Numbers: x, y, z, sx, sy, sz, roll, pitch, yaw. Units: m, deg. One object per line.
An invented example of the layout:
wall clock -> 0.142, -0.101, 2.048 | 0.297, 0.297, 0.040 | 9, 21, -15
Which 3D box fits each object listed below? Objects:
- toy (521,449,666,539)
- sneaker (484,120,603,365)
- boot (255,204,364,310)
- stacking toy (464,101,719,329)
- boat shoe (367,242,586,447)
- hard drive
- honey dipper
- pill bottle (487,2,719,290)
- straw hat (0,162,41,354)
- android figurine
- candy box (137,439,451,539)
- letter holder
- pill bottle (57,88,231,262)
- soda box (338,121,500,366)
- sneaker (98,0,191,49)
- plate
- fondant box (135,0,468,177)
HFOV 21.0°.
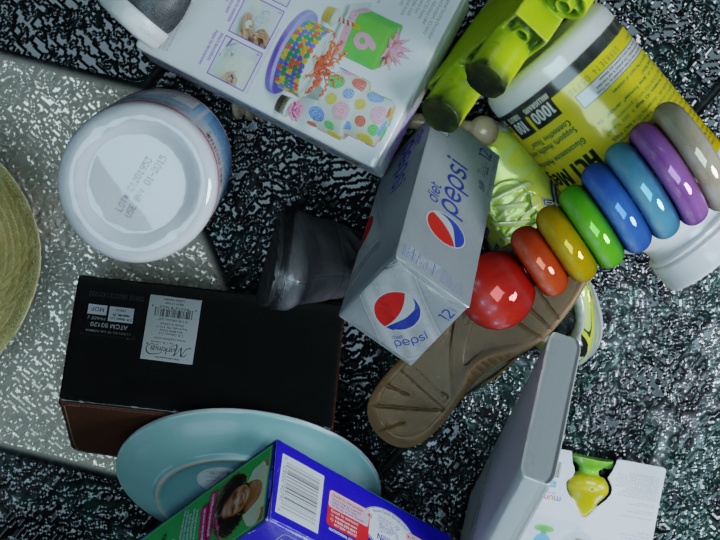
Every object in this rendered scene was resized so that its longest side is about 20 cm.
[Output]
toy -> 0.160, 0.239, 1.506 | 0.114, 0.047, 0.201 | 10, 94, -5
sneaker -> 0.132, -0.022, 1.451 | 0.075, 0.076, 0.201 | -27, 95, 7
boot -> 0.000, 0.000, 1.396 | 0.131, 0.200, 0.070 | 18, 103, 2
stacking toy -> 0.153, -0.029, 1.330 | 0.199, 0.085, 0.086 | -33, 97, 3
boat shoe -> 0.086, 0.046, 1.406 | 0.072, 0.072, 0.200 | 43, 98, 3
hard drive -> 0.107, 0.155, 1.403 | 0.026, 0.132, 0.200 | 19, 138, -2
honey dipper -> 0.004, -0.116, 1.440 | 0.199, 0.038, 0.038 | 10, 99, 10
pill bottle -> 0.195, -0.087, 1.421 | 0.112, 0.112, 0.200 | -41, 96, 7
straw hat -> -0.324, -0.018, 1.454 | 0.200, 0.085, 0.202 | 1, 104, 4
android figurine -> 0.117, -0.183, 1.378 | 0.041, 0.182, 0.200 | 42, 54, -8
candy box -> -0.058, 0.230, 1.429 | 0.169, 0.077, 0.200 | 32, 131, -25
letter holder -> -0.117, 0.086, 1.470 | 0.199, 0.142, 0.101 | 6, 67, -1
pill bottle -> -0.148, -0.073, 1.384 | 0.108, 0.200, 0.110 | 0, 99, 1
soda box -> 0.044, -0.026, 1.351 | 0.063, 0.200, 0.068 | 35, 124, -13
sneaker -> -0.166, -0.257, 1.393 | 0.112, 0.073, 0.200 | -45, 62, 6
plate -> -0.085, 0.165, 1.443 | 0.199, 0.201, 0.026 | 6, 55, 0
fondant box -> -0.041, -0.177, 1.407 | 0.199, 0.058, 0.145 | 27, 87, 9
